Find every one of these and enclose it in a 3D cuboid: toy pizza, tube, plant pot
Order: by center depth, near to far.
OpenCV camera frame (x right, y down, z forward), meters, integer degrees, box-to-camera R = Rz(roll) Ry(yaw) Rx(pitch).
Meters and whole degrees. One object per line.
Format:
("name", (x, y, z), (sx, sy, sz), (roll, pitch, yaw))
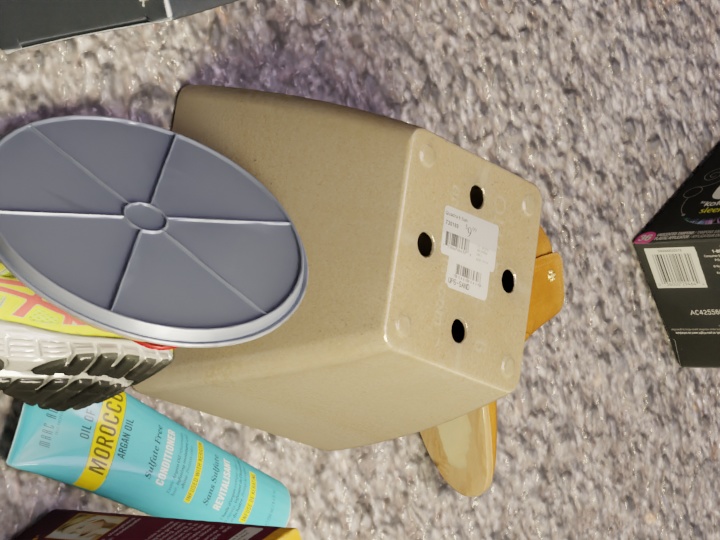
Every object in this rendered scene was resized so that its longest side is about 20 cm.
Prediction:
("toy pizza", (-0.126, -0.019, 1.166), (0.200, 0.200, 0.032), (-21, 144, -47))
("tube", (-0.128, 0.116, 1.241), (0.200, 0.050, 0.078), (31, 54, -37))
("plant pot", (0.000, 0.000, 1.290), (0.199, 0.177, 0.201), (22, 72, -46))

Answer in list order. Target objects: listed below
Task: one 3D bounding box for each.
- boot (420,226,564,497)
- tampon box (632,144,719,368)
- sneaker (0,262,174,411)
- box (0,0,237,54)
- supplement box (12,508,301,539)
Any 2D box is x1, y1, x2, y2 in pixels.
("boot", (0.101, 0.049, 1.480), (0.144, 0.071, 0.202), (-15, 94, -45))
("tampon box", (0.350, -0.025, 1.711), (0.200, 0.149, 0.127), (-45, 121, -40))
("sneaker", (-0.187, 0.022, 1.147), (0.200, 0.078, 0.091), (12, 56, -45))
("box", (-0.106, -0.207, 1.201), (0.200, 0.148, 0.108), (-27, 107, -47))
("supplement box", (-0.127, 0.196, 1.115), (0.110, 0.199, 0.086), (-33, 113, -44))
